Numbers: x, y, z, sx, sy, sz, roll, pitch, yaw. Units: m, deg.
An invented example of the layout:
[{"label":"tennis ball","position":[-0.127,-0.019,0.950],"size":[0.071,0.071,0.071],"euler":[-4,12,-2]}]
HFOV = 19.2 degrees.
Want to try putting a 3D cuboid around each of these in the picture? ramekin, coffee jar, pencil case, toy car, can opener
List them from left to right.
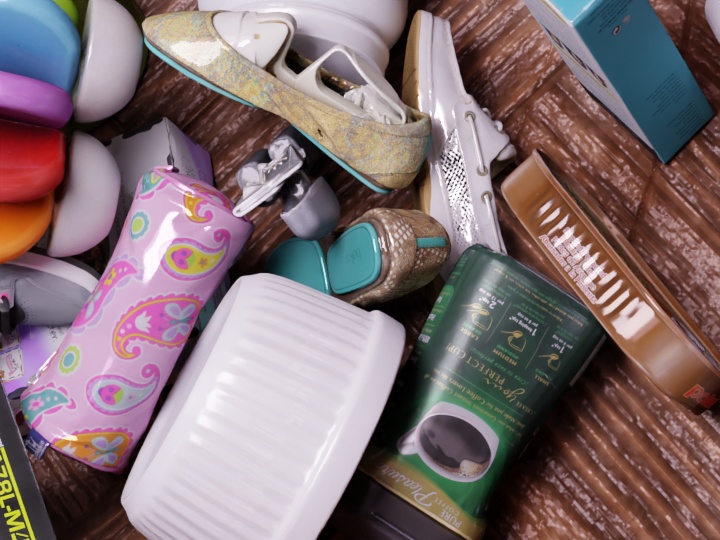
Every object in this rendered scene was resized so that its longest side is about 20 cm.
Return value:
[{"label":"toy car","position":[-0.229,-0.098,1.324],"size":[0.175,0.150,0.201],"euler":[10,96,-10]},{"label":"pencil case","position":[-0.146,0.032,1.368],"size":[0.087,0.087,0.200],"euler":[33,96,31]},{"label":"ramekin","position":[-0.064,0.096,1.309],"size":[0.105,0.200,0.200],"euler":[29,82,-8]},{"label":"can opener","position":[-0.046,-0.052,1.399],"size":[0.053,0.200,0.067],"euler":[-38,95,6]},{"label":"coffee jar","position":[0.060,0.091,1.322],"size":[0.104,0.085,0.200],"euler":[34,85,-6]}]

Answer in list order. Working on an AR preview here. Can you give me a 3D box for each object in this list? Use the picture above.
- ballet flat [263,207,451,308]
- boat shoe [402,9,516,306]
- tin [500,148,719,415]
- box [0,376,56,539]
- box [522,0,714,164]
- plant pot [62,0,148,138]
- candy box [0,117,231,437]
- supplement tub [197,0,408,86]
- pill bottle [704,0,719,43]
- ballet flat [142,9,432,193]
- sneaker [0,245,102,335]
[{"label":"ballet flat","position":[0.000,0.000,1.385],"size":[0.200,0.065,0.071],"euler":[170,95,-65]},{"label":"boat shoe","position":[0.068,-0.076,1.409],"size":[0.069,0.071,0.201],"euler":[-5,78,-5]},{"label":"tin","position":[0.157,0.007,1.307],"size":[0.042,0.112,0.200],"euler":[-44,57,14]},{"label":"box","position":[-0.224,0.185,1.365],"size":[0.047,0.200,0.193],"euler":[-14,58,-15]},{"label":"box","position":[0.153,-0.145,1.316],"size":[0.049,0.200,0.082],"euler":[-44,58,2]},{"label":"plant pot","position":[-0.252,-0.188,1.526],"size":[0.200,0.193,0.201],"euler":[-9,66,21]},{"label":"candy box","position":[-0.194,0.009,1.490],"size":[0.200,0.072,0.168],"euler":[-19,63,17]},{"label":"supplement tub","position":[-0.035,-0.226,1.469],"size":[0.145,0.145,0.201],"euler":[-3,68,24]},{"label":"pill bottle","position":[0.291,-0.101,1.287],"size":[0.113,0.113,0.200],"euler":[-31,61,11]},{"label":"ballet flat","position":[-0.041,-0.125,1.356],"size":[0.200,0.071,0.071],"euler":[32,84,-2]},{"label":"sneaker","position":[-0.272,0.045,1.389],"size":[0.199,0.084,0.121],"euler":[3,56,2]}]
